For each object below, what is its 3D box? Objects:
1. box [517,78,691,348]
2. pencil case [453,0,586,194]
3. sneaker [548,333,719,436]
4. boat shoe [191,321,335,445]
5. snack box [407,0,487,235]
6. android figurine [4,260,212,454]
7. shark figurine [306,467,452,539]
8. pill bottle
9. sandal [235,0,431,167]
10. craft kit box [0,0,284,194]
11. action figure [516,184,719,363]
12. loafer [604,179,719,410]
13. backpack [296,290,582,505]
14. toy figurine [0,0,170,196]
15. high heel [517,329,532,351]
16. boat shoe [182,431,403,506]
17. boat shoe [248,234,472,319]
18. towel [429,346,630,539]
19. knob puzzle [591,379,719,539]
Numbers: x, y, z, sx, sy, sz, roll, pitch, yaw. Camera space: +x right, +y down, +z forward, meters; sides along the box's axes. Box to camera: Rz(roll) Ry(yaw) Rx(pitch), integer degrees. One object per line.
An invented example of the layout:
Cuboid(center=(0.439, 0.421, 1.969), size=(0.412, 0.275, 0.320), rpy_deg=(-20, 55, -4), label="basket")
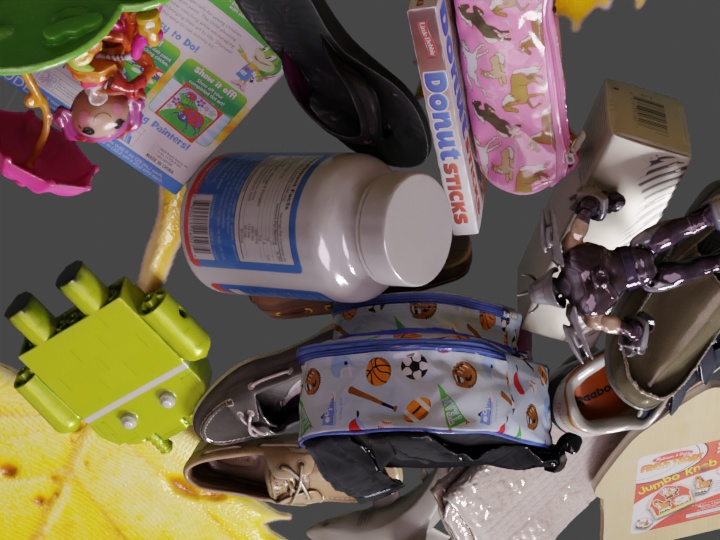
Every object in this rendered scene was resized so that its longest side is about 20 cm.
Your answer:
Cuboid(center=(0.187, -0.042, 1.380), size=(0.068, 0.083, 0.201), rpy_deg=(15, 129, -8), label="box")
Cuboid(center=(0.115, -0.157, 1.297), size=(0.086, 0.083, 0.201), rpy_deg=(-6, 126, 10), label="pencil case")
Cuboid(center=(0.242, 0.075, 1.423), size=(0.199, 0.079, 0.079), rpy_deg=(-33, 99, -2), label="sneaker")
Cuboid(center=(-0.060, 0.103, 1.507), size=(0.199, 0.057, 0.067), rpy_deg=(-30, 129, 14), label="boat shoe")
Cuboid(center=(0.067, -0.128, 1.328), size=(0.024, 0.072, 0.201), rpy_deg=(-3, 128, 14), label="snack box")
Cuboid(center=(-0.212, 0.083, 1.538), size=(0.181, 0.041, 0.200), rpy_deg=(-27, 119, 23), label="android figurine")
Cuboid(center=(0.051, 0.213, 1.586), size=(0.127, 0.090, 0.215), rpy_deg=(24, 128, -15), label="shark figurine")
Cuboid(center=(-0.032, -0.033, 1.331), size=(0.199, 0.113, 0.113), rpy_deg=(4, 135, 40), label="pill bottle")
Cuboid(center=(-0.026, -0.139, 1.285), size=(0.075, 0.048, 0.201), rpy_deg=(-22, 122, 39), label="sandal")
Cuboid(center=(-0.162, -0.181, 1.328), size=(0.199, 0.049, 0.197), rpy_deg=(35, 125, -20), label="craft kit box")
Cuboid(center=(0.211, -0.006, 1.295), size=(0.198, 0.069, 0.131), rpy_deg=(-16, 102, 6), label="action figure")
Cuboid(center=(0.255, 0.015, 1.357), size=(0.075, 0.070, 0.201), rpy_deg=(31, 81, -12), label="loafer")
Cuboid(center=(0.044, 0.093, 1.355), size=(0.198, 0.156, 0.190), rpy_deg=(-13, 171, 27), label="backpack")
Cuboid(center=(-0.212, -0.140, 1.283), size=(0.198, 0.151, 0.185), rpy_deg=(-17, 143, -13), label="toy figurine")
Cuboid(center=(0.125, 0.127, 1.532), size=(0.067, 0.096, 0.201), rpy_deg=(23, 146, 37), label="high heel")
Cuboid(center=(-0.060, 0.180, 1.548), size=(0.198, 0.065, 0.072), rpy_deg=(1, 117, 25), label="boat shoe")
Cuboid(center=(0.000, 0.000, 1.439), size=(0.198, 0.072, 0.068), rpy_deg=(-7, 132, 18), label="boat shoe")
Cuboid(center=(0.152, 0.168, 1.497), size=(0.200, 0.034, 0.133), rpy_deg=(-42, 132, -16), label="towel")
Cuboid(center=(0.292, 0.158, 1.530), size=(0.217, 0.031, 0.221), rpy_deg=(-10, 135, -10), label="knob puzzle")
